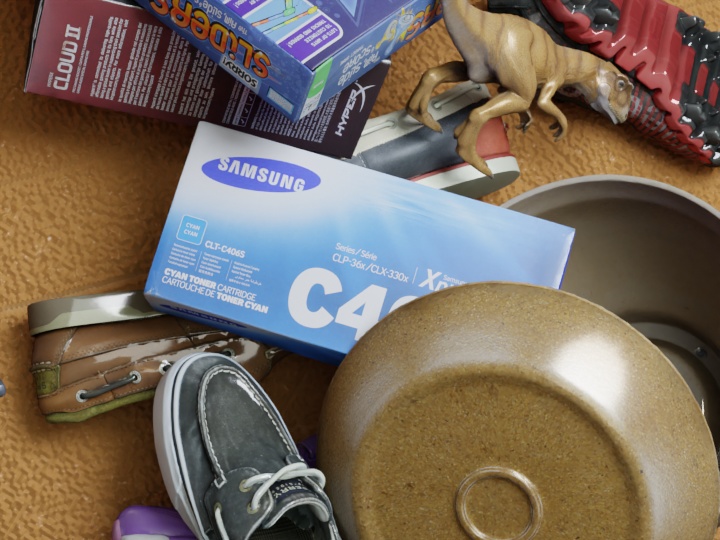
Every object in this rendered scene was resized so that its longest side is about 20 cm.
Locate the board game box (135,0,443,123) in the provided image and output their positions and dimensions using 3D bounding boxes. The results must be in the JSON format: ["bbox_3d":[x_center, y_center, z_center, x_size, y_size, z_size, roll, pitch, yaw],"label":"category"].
[{"bbox_3d":[-0.021,-0.166,0.866,0.135,0.035,0.200,38,46,13],"label":"board game box"}]

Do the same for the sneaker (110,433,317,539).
[{"bbox_3d":[-0.034,0.130,0.910,0.198,0.081,0.089,3,68,-13],"label":"sneaker"}]

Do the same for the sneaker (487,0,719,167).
[{"bbox_3d":[0.150,-0.125,1.005,0.200,0.098,0.071,36,59,-31],"label":"sneaker"}]

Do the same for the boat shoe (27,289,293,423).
[{"bbox_3d":[-0.077,0.043,0.916,0.198,0.072,0.069,-6,84,-6],"label":"boat shoe"}]

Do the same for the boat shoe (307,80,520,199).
[{"bbox_3d":[-0.007,-0.058,0.948,0.199,0.071,0.063,-15,79,-19],"label":"boat shoe"}]

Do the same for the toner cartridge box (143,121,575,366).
[{"bbox_3d":[0.000,0.000,0.858,0.198,0.043,0.096,16,77,6],"label":"toner cartridge box"}]

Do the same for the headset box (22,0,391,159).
[{"bbox_3d":[-0.090,-0.153,0.904,0.198,0.075,0.149,10,46,-15],"label":"headset box"}]

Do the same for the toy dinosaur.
[{"bbox_3d":[0.069,-0.114,0.897,0.106,0.199,0.060,-52,53,15],"label":"toy dinosaur"}]

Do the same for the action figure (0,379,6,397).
[{"bbox_3d":[-0.280,0.087,0.832,0.193,0.105,0.200,38,71,3],"label":"action figure"}]

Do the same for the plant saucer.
[{"bbox_3d":[0.068,0.106,0.807,0.198,0.035,0.202,5,109,16],"label":"plant saucer"}]

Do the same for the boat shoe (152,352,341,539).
[{"bbox_3d":[-0.038,0.122,0.824,0.072,0.071,0.201,-13,69,-34],"label":"boat shoe"}]

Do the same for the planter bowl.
[{"bbox_3d":[0.137,0.066,0.915,0.199,0.135,0.202,-7,70,19],"label":"planter bowl"}]
